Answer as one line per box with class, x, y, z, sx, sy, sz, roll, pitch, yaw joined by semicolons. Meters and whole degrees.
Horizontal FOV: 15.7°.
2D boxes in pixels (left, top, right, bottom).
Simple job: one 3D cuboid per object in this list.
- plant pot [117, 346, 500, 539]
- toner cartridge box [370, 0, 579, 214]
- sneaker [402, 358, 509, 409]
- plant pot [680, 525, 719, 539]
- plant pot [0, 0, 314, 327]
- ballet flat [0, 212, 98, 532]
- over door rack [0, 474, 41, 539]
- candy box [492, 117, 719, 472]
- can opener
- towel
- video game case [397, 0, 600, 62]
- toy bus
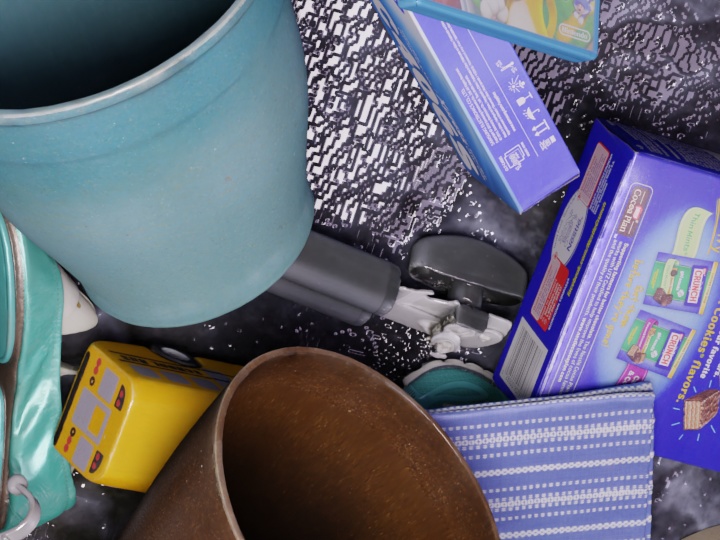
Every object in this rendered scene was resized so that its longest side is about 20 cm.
plant pot;-0.059;0.170;1.343;0.186;0.188;0.200;32;130;-25
toner cartridge box;0.044;-0.133;1.419;0.043;0.095;0.201;-33;114;-6
sneaker;0.091;0.131;1.526;0.077;0.080;0.200;-41;114;-3
plant pot;0.263;0.277;1.566;0.186;0.200;0.189;-6;109;-18
plant pot;-0.113;-0.080;1.332;0.199;0.200;0.189;-29;133;-8
ballet flat;-0.178;0.047;1.420;0.070;0.067;0.202;-10;113;-32
over door rack;-0.236;0.198;1.425;0.199;0.067;0.148;-28;135;4
candy box;0.200;0.023;1.479;0.199;0.077;0.170;16;106;-19
can opener;0.000;0.000;1.477;0.199;0.053;0.067;17;66;-25
towel;0.094;0.154;1.468;0.144;0.024;0.201;-6;121;-9
video game case;0.080;-0.223;1.377;0.142;0.018;0.202;12;79;-43
toy bus;-0.071;0.090;1.438;0.199;0.078;0.066;14;102;-38
